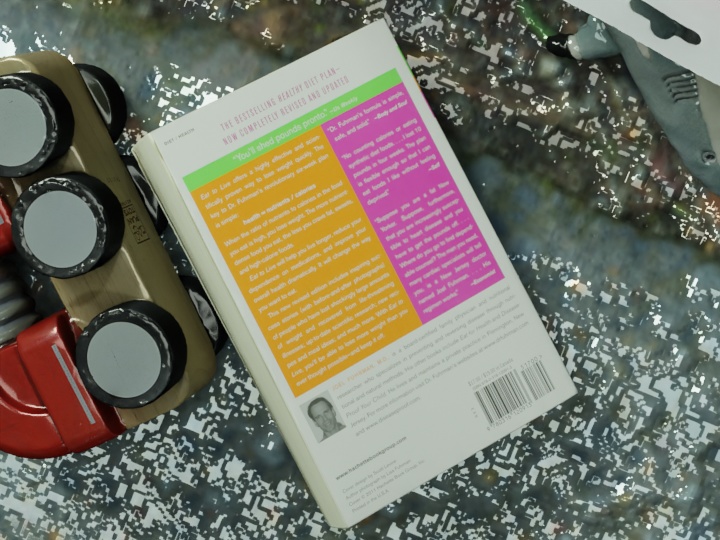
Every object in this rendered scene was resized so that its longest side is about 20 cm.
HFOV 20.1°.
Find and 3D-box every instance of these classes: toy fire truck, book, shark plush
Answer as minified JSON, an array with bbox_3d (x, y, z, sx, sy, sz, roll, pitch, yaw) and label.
[{"bbox_3d":[-0.189,0.015,0.940,0.200,0.129,0.176,-25,94,16],"label":"toy fire truck"},{"bbox_3d":[0.000,0.000,0.945,0.133,0.048,0.200,-28,93,-18],"label":"book"},{"bbox_3d":[0.116,-0.119,0.938,0.200,0.091,0.083,33,126,-6],"label":"shark plush"}]

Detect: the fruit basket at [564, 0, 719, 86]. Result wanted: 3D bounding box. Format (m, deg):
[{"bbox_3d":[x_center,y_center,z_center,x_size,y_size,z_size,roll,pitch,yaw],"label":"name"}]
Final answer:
[{"bbox_3d":[0.167,-0.172,0.882,0.185,0.094,0.200,28,58,0],"label":"fruit basket"}]
